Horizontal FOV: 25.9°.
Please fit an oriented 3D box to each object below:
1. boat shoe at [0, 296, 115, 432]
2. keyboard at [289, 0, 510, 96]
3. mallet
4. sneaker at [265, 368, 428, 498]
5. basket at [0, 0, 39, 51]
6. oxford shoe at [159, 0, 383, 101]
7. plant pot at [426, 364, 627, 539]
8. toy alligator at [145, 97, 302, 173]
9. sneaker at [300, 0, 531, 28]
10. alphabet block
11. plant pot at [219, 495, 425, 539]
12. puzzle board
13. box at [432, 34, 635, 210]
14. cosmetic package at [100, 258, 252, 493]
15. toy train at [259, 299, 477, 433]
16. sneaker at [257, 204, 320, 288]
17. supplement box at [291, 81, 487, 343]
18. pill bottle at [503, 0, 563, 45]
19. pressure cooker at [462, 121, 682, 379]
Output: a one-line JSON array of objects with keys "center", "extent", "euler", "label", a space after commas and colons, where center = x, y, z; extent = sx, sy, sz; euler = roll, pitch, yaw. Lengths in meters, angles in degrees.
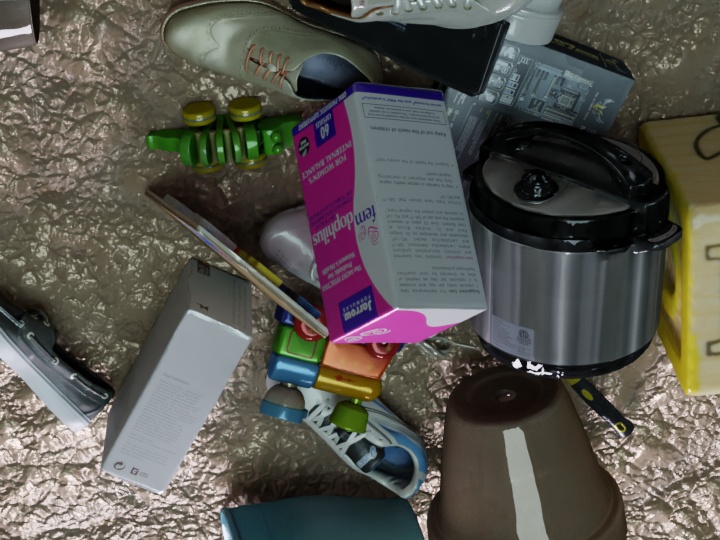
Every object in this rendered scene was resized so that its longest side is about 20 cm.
[{"center": [-0.312, 0.069, 1.489], "extent": [0.057, 0.069, 0.200], "euler": [-39, 118, -4], "label": "boat shoe"}, {"center": [0.035, -0.239, 1.310], "extent": [0.200, 0.021, 0.127], "euler": [28, 124, 15], "label": "keyboard"}, {"center": [0.217, 0.099, 1.558], "extent": [0.200, 0.041, 0.066], "euler": [36, 114, -25], "label": "mallet"}, {"center": [-0.009, 0.153, 1.549], "extent": [0.200, 0.073, 0.072], "euler": [37, 112, -20], "label": "sneaker"}, {"center": [-0.366, -0.238, 1.274], "extent": [0.199, 0.136, 0.181], "euler": [-3, 123, -7], "label": "basket"}, {"center": [-0.074, -0.189, 1.352], "extent": [0.199, 0.074, 0.071], "euler": [7, 118, -8], "label": "oxford shoe"}, {"center": [0.150, 0.193, 1.512], "extent": [0.200, 0.200, 0.175], "euler": [-11, 117, 2], "label": "plant pot"}, {"center": [-0.093, -0.119, 1.400], "extent": [0.199, 0.054, 0.059], "euler": [-6, 120, -1], "label": "toy alligator"}, {"center": [0.040, -0.222, 1.250], "extent": [0.200, 0.085, 0.073], "euler": [3, 112, 28], "label": "sneaker"}, {"center": [0.369, -0.023, 1.412], "extent": [0.199, 0.195, 0.197], "euler": [-7, 118, -2], "label": "alphabet block"}, {"center": [-0.027, 0.312, 1.577], "extent": [0.187, 0.200, 0.201], "euler": [-14, 120, -10], "label": "plant pot"}, {"center": [-0.110, -0.012, 1.385], "extent": [0.151, 0.200, 0.017], "euler": [41, 85, -23], "label": "puzzle board"}, {"center": [0.133, -0.120, 1.419], "extent": [0.157, 0.051, 0.200], "euler": [18, 116, -14], "label": "box"}, {"center": [-0.174, 0.101, 1.492], "extent": [0.074, 0.102, 0.200], "euler": [24, 116, -17], "label": "cosmetic package"}, {"center": [0.006, 0.104, 1.494], "extent": [0.199, 0.085, 0.116], "euler": [15, 91, -12], "label": "toy train"}, {"center": [0.000, 0.000, 1.456], "extent": [0.200, 0.087, 0.075], "euler": [19, 118, -13], "label": "sneaker"}, {"center": [0.023, -0.046, 1.333], "extent": [0.103, 0.201, 0.101], "euler": [0, 160, -38], "label": "supplement box"}, {"center": [0.155, -0.293, 1.290], "extent": [0.110, 0.111, 0.200], "euler": [14, 117, -12], "label": "pill bottle"}, {"center": [0.179, -0.029, 1.342], "extent": [0.175, 0.179, 0.200], "euler": [-3, 121, 0], "label": "pressure cooker"}]
